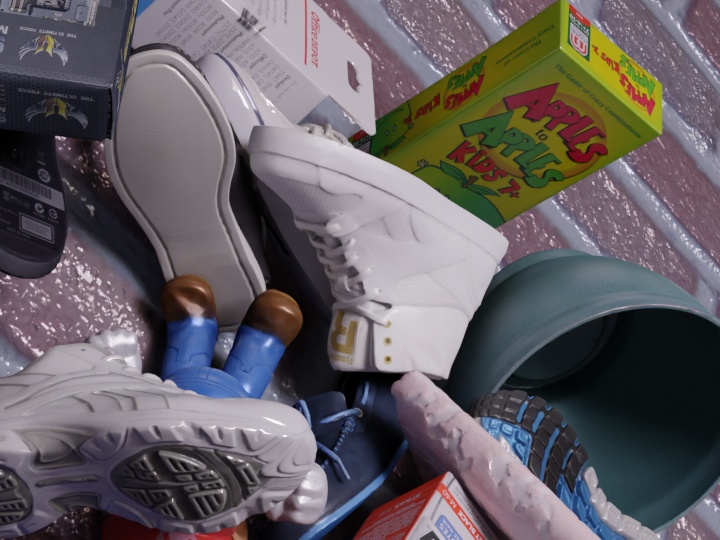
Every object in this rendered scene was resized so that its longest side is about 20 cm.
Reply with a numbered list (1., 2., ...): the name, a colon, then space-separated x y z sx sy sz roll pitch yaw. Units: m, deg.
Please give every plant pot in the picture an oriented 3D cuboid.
1. plant pot: 0.143 0.070 1.158 0.200 0.200 0.134 31 19 -32

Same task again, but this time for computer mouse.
1. computer mouse: -0.184 -0.070 0.965 0.140 0.046 0.201 20 48 -47

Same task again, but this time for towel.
1. towel: 0.099 0.170 0.995 0.200 0.032 0.192 41 -20 36

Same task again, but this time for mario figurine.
1. mario figurine: -0.083 0.079 0.933 0.106 0.123 0.201 54 30 -35

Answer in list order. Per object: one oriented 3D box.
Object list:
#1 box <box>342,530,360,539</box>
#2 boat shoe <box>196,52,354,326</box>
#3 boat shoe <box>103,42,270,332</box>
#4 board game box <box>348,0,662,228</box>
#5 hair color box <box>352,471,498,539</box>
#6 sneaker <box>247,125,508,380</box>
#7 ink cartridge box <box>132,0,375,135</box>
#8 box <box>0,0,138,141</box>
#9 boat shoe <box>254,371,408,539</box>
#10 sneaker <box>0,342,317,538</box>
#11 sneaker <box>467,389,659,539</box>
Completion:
1. box: 0.000 0.250 0.910 0.161 0.043 0.200 55 32 -4
2. boat shoe: -0.035 -0.058 1.064 0.070 0.071 0.201 -37 119 -13
3. boat shoe: -0.094 -0.054 0.992 0.061 0.073 0.201 -90 165 -47
4. board game box: 0.093 -0.090 1.171 0.101 0.199 0.048 35 44 -29
5. hair color box: 0.024 0.203 0.882 0.111 0.064 0.200 53 33 -8
6. sneaker: 0.000 0.000 1.017 0.199 0.073 0.116 28 80 -39
7. ink cartridge box: -0.082 -0.153 1.098 0.200 0.067 0.116 41 24 -24
8. box: -0.213 -0.154 0.897 0.198 0.051 0.159 7 57 -4
9. boat shoe: -0.023 0.107 1.029 0.069 0.084 0.200 50 21 -1
10. sneaker: -0.118 0.071 0.854 0.100 0.198 0.078 -83 169 -48
11. sneaker: 0.112 0.158 1.084 0.200 0.086 0.075 53 43 -24
